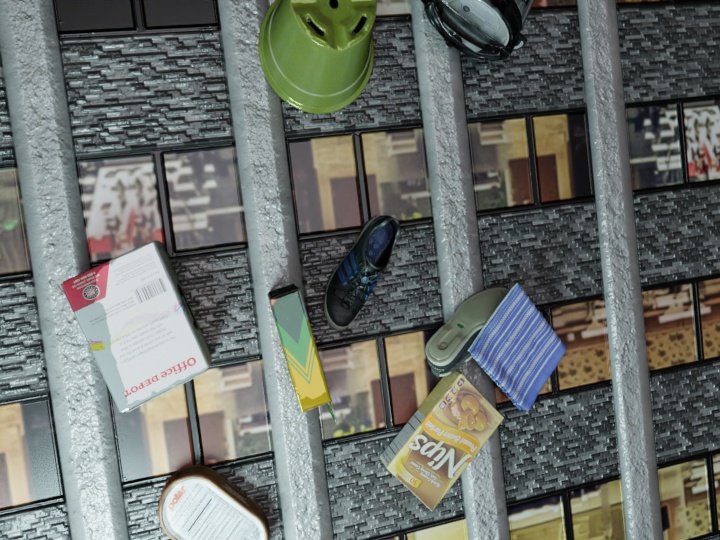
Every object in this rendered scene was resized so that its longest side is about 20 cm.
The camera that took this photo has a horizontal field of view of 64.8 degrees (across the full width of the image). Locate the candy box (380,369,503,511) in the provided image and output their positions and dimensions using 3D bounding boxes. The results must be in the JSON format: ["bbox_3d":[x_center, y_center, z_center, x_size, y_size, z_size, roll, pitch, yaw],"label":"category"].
[{"bbox_3d":[0.139,0.286,0.971,0.115,0.055,0.201,42,83,-10],"label":"candy box"}]

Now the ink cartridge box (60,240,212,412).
[{"bbox_3d":[-0.326,0.080,0.847,0.142,0.083,0.206,-24,97,-11],"label":"ink cartridge box"}]

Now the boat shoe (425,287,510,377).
[{"bbox_3d":[0.193,0.104,0.983,0.198,0.071,0.069,-39,135,-16],"label":"boat shoe"}]

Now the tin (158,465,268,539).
[{"bbox_3d":[-0.230,0.399,0.902,0.199,0.042,0.113,41,79,-11],"label":"tin"}]

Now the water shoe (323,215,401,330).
[{"bbox_3d":[0.000,0.000,0.920,0.070,0.079,0.205,26,86,-11],"label":"water shoe"}]

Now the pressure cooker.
[{"bbox_3d":[0.196,-0.446,0.905,0.172,0.178,0.205,26,86,27],"label":"pressure cooker"}]

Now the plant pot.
[{"bbox_3d":[-0.054,-0.360,0.842,0.192,0.190,0.209,0,92,-11],"label":"plant pot"}]

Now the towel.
[{"bbox_3d":[0.278,0.139,0.981,0.146,0.024,0.200,-51,122,-9],"label":"towel"}]

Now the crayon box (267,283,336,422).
[{"bbox_3d":[-0.093,0.130,0.878,0.049,0.127,0.207,-17,94,-10],"label":"crayon box"}]
